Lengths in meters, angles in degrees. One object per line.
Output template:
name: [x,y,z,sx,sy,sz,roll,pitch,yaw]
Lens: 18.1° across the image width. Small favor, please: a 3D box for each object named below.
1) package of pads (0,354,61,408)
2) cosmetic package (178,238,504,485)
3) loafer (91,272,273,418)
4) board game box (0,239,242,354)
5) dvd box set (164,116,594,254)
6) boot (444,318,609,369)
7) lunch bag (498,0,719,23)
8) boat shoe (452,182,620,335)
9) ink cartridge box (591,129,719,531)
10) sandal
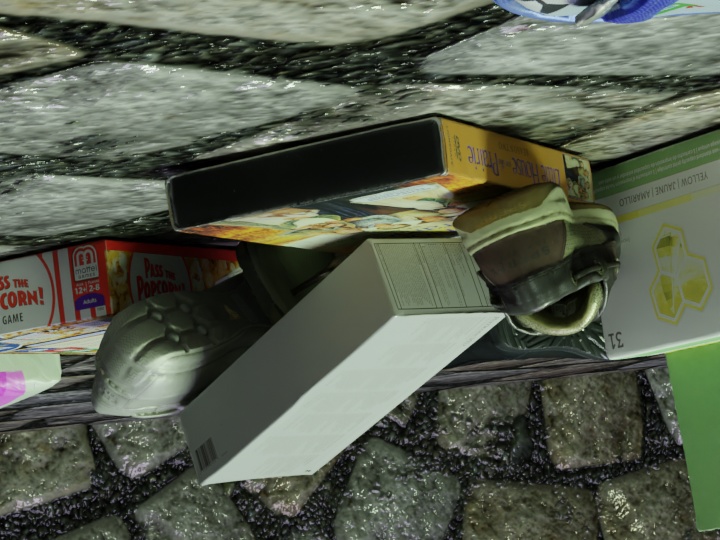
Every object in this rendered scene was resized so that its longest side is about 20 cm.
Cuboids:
package of pads: [-0.324,0.066,1.533,0.199,0.069,0.154,-2,171,-32]
cosmetic package: [-0.013,0.050,1.225,0.082,0.051,0.200,1,150,-39]
loafer: [-0.075,0.044,1.322,0.199,0.070,0.070,-6,141,-44]
board game box: [-0.155,0.020,1.389,0.151,0.047,0.200,-10,173,28]
dvd box set: [0.015,-0.038,1.116,0.146,0.030,0.200,-11,173,24]
boot: [0.131,0.059,1.968,0.164,0.066,0.200,6,165,-28]
lunch bag: [0.099,-0.095,0.426,0.159,0.076,0.200,-4,172,-9]
boat shoe: [0.092,0.002,1.128,0.073,0.065,0.200,-19,170,17]
ink cartridge box: [0.187,0.034,1.177,0.048,0.201,0.145,-4,173,-30]
sandal: [0.000,-0.001,1.328,0.057,0.080,0.200,-43,156,31]
